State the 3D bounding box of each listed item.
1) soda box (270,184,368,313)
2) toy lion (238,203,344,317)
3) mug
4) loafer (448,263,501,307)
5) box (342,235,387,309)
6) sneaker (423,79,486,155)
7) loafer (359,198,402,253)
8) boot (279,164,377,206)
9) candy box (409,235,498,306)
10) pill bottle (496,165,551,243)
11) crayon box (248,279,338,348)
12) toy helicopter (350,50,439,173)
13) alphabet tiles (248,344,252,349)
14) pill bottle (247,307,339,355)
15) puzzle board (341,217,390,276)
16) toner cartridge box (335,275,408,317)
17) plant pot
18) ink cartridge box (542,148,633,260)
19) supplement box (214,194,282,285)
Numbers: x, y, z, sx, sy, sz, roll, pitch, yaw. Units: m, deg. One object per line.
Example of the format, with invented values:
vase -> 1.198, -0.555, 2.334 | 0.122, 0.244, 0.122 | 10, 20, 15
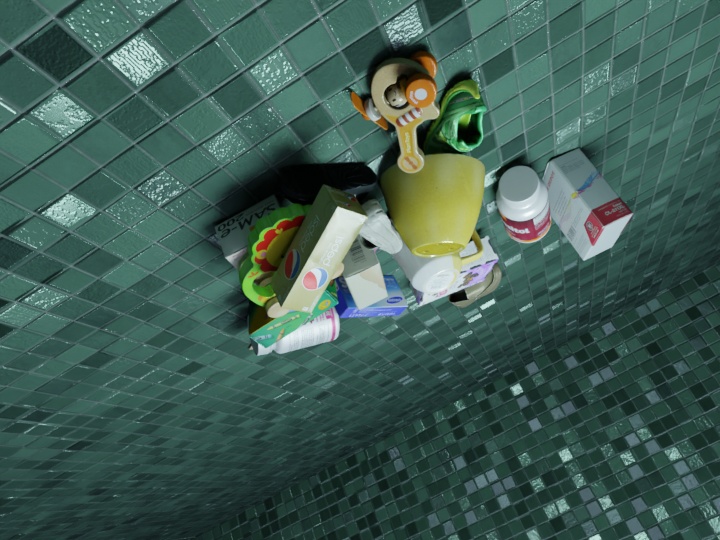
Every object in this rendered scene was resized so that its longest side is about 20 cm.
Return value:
soda box -> -0.070, -0.031, 0.885 | 0.063, 0.068, 0.202 | 12, 120, -37
toy lion -> -0.131, -0.023, 0.949 | 0.198, 0.069, 0.192 | -36, 145, 9
mug -> 0.155, -0.047, 1.145 | 0.184, 0.155, 0.149 | -30, 148, 12
loafer -> 0.327, 0.048, 1.583 | 0.067, 0.077, 0.201 | -8, 148, -41
box -> 0.000, 0.000, 1.163 | 0.076, 0.096, 0.200 | -23, 158, -1
sneaker -> 0.164, -0.231, 0.956 | 0.073, 0.085, 0.201 | -16, 152, -17
loafer -> 0.030, -0.072, 1.037 | 0.069, 0.071, 0.200 | -33, 156, 6
boot -> -0.069, -0.110, 0.990 | 0.195, 0.074, 0.163 | -12, 149, -33
candy box -> 0.235, 0.004, 1.412 | 0.196, 0.073, 0.168 | -20, 161, -9
pill bottle -> 0.367, -0.149, 1.235 | 0.112, 0.114, 0.200 | -30, 151, 10
crayon box -> -0.144, 0.060, 1.152 | 0.198, 0.120, 0.058 | -32, 130, 17
toy helicopter -> 0.061, -0.235, 0.862 | 0.129, 0.080, 0.202 | -3, 139, 12
alphabet tiles -> -0.173, 0.155, 1.434 | 0.197, 0.008, 0.168 | 0, 143, -40
pill bottle -> -0.157, 0.128, 1.284 | 0.196, 0.115, 0.114 | -12, 150, -24
puzzle board -> -0.023, -0.045, 1.200 | 0.148, 0.018, 0.201 | -4, 145, -35
toner cartridge box -> 0.018, 0.061, 1.332 | 0.197, 0.096, 0.043 | 1, 144, -41
plant pot -> 0.138, -0.107, 1.013 | 0.195, 0.145, 0.200 | -3, 166, -1
ink cartridge box -> 0.503, -0.151, 1.249 | 0.081, 0.202, 0.146 | -23, 153, -7
supplement box -> -0.169, -0.037, 1.028 | 0.124, 0.074, 0.201 | -28, 152, -1
